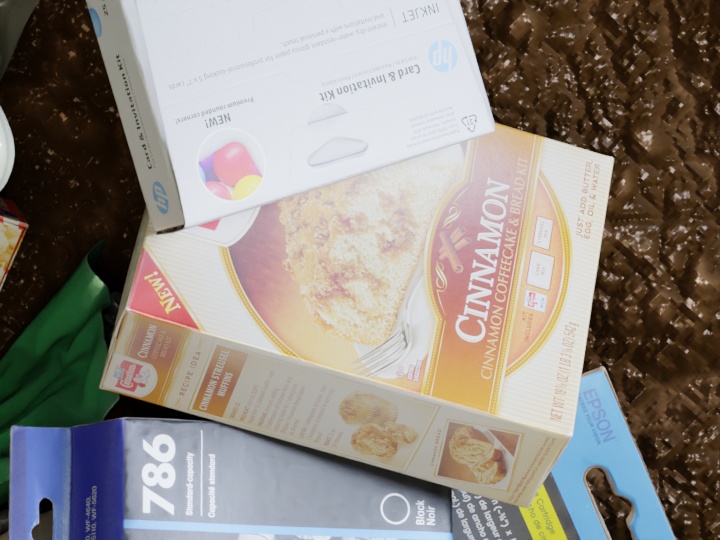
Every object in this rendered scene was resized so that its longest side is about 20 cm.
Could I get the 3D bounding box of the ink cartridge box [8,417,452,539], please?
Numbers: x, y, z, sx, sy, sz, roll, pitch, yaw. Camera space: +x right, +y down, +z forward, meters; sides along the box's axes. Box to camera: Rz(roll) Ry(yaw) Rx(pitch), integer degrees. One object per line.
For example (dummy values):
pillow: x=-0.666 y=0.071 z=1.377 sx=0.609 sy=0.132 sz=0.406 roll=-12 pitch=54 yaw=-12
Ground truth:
ink cartridge box: x=-0.056 y=0.118 z=1.315 sx=0.199 sy=0.039 sz=0.100 roll=3 pitch=78 yaw=-19

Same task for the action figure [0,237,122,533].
action figure: x=-0.171 y=0.089 z=1.400 sx=0.055 sy=0.118 sz=0.200 roll=35 pitch=116 yaw=-25

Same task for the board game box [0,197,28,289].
board game box: x=-0.258 y=0.040 z=1.351 sx=0.151 sy=0.046 sz=0.201 roll=21 pitch=100 yaw=-21

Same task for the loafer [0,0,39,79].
loafer: x=-0.182 y=-0.130 z=1.330 sx=0.075 sy=0.070 sz=0.200 roll=27 pitch=123 yaw=-30

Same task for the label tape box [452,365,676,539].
label tape box: x=0.047 y=0.131 z=1.424 sx=0.199 sy=0.063 sz=0.145 roll=-21 pitch=108 yaw=8

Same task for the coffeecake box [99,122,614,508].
coffeecake box: x=0.000 y=0.000 z=1.322 sx=0.199 sy=0.154 sz=0.073 roll=16 pitch=146 yaw=-6

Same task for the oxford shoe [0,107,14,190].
oxford shoe: x=-0.235 y=-0.088 z=1.281 sx=0.200 sy=0.058 sz=0.075 roll=36 pitch=113 yaw=14

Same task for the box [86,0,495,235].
box: x=-0.041 y=-0.133 z=1.272 sx=0.155 sy=0.041 sz=0.201 roll=-18 pitch=92 yaw=-25

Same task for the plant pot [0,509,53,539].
plant pot: x=-0.119 y=0.209 z=1.378 sx=0.200 sy=0.200 sz=0.174 roll=-38 pitch=72 yaw=13
